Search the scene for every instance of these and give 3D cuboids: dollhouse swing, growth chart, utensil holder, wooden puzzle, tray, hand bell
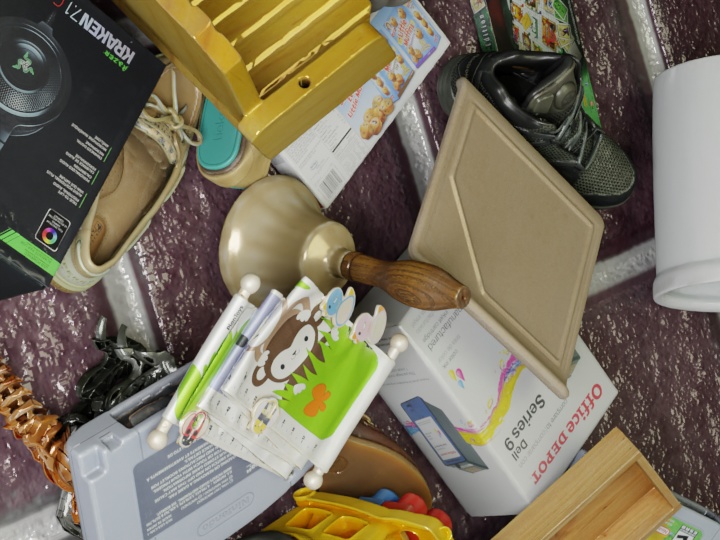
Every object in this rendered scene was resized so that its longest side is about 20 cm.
[{"bbox_3d":[-0.089,-0.209,1.225,0.181,0.176,0.200,-40,76,-19],"label":"dollhouse swing"},{"bbox_3d":[-0.048,0.072,1.196,0.200,0.018,0.146,27,91,-53],"label":"growth chart"},{"bbox_3d":[0.341,-0.075,1.602,0.169,0.169,0.202,7,77,-37],"label":"utensil holder"},{"bbox_3d":[0.112,-0.024,1.391,0.185,0.037,0.201,42,44,-29],"label":"wooden puzzle"},{"bbox_3d":[0.152,0.220,1.411,0.200,0.037,0.099,-41,136,1],"label":"tray"},{"bbox_3d":[0.000,0.000,1.289,0.104,0.199,0.105,-15,112,-41],"label":"hand bell"}]

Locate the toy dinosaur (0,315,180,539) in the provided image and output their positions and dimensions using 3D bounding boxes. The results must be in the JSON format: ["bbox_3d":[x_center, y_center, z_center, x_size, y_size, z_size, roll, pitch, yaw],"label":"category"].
[{"bbox_3d":[-0.174,0.112,1.226,0.136,0.102,0.200,-56,139,-11],"label":"toy dinosaur"}]

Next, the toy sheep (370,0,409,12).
[{"bbox_3d":[0.016,-0.270,1.404,0.199,0.138,0.139,-34,104,-21],"label":"toy sheep"}]

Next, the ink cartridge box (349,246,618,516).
[{"bbox_3d":[0.097,0.076,1.439,0.145,0.087,0.201,-48,113,-33],"label":"ink cartridge box"}]

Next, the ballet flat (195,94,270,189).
[{"bbox_3d":[-0.085,-0.158,1.357,0.063,0.068,0.202,25,72,-56],"label":"ballet flat"}]

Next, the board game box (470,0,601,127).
[{"bbox_3d":[0.156,-0.166,1.562,0.104,0.023,0.202,-15,92,-39],"label":"board game box"}]

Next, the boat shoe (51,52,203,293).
[{"bbox_3d":[-0.158,-0.072,1.278,0.073,0.062,0.201,36,62,-27],"label":"boat shoe"}]

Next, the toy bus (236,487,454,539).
[{"bbox_3d":[0.011,0.227,1.271,0.192,0.199,0.137,-38,118,-35],"label":"toy bus"}]

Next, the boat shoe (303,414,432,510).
[{"bbox_3d":[-0.023,0.127,1.351,0.200,0.070,0.071,37,23,-35],"label":"boat shoe"}]

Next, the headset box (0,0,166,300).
[{"bbox_3d":[-0.255,-0.100,1.188,0.174,0.092,0.201,38,62,-26],"label":"headset box"}]

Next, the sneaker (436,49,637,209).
[{"bbox_3d":[0.165,-0.115,1.479,0.199,0.114,0.077,36,73,-21],"label":"sneaker"}]

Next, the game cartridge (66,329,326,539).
[{"bbox_3d":[-0.105,0.123,1.204,0.199,0.041,0.134,-30,137,-33],"label":"game cartridge"}]

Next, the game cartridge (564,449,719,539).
[{"bbox_3d":[0.218,0.238,1.501,0.199,0.041,0.134,27,106,-32],"label":"game cartridge"}]

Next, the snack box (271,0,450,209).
[{"bbox_3d":[-0.002,-0.142,1.434,0.072,0.024,0.201,48,58,-21],"label":"snack box"}]
